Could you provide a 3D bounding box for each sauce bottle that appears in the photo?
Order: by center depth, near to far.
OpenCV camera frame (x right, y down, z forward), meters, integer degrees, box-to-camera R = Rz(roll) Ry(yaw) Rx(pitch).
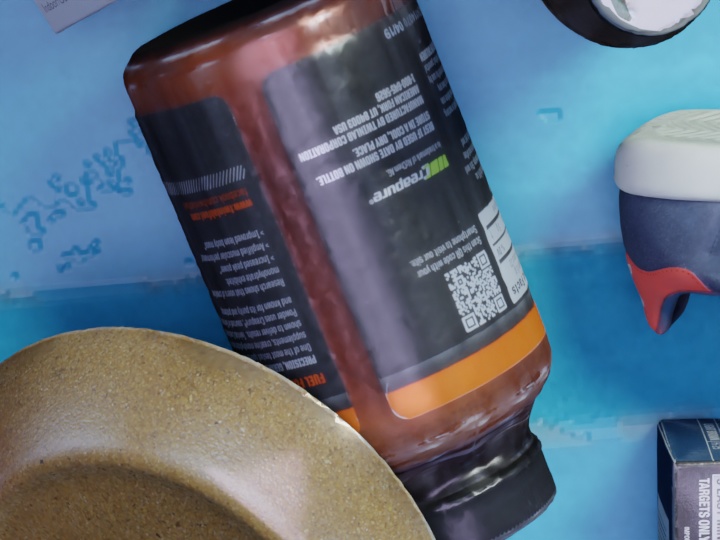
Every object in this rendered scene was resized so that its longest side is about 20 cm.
[{"bbox_3d":[0.085,-0.104,0.952,0.064,0.200,0.065,0,101,-2],"label":"sauce bottle"}]

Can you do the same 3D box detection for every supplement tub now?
[{"bbox_3d":[0.000,0.000,1.021,0.106,0.107,0.201,-21,100,5],"label":"supplement tub"}]

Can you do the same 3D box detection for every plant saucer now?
[{"bbox_3d":[-0.064,0.113,1.029,0.199,0.035,0.201,14,127,19],"label":"plant saucer"}]

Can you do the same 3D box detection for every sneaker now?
[{"bbox_3d":[0.186,-0.005,1.013,0.199,0.075,0.085,6,108,26],"label":"sneaker"}]

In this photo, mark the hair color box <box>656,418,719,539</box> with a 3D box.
[{"bbox_3d":[0.207,0.106,1.062,0.198,0.061,0.101,-1,102,0],"label":"hair color box"}]

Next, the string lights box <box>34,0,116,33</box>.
[{"bbox_3d":[-0.117,-0.186,0.982,0.059,0.103,0.201,-37,100,-26],"label":"string lights box"}]
